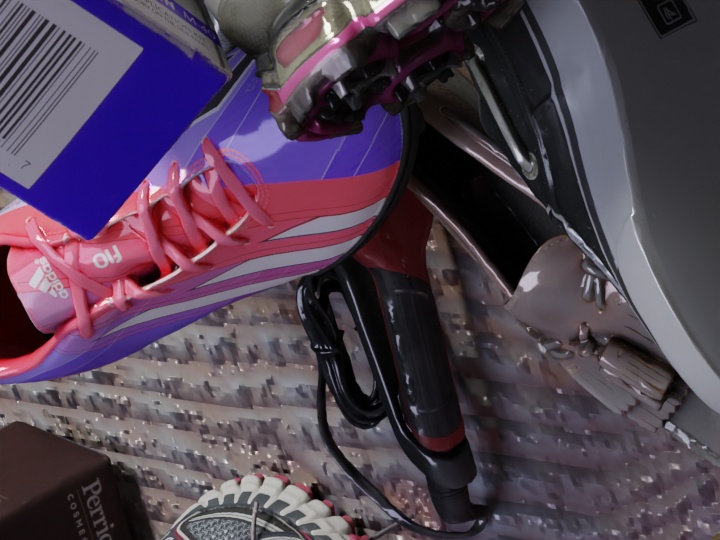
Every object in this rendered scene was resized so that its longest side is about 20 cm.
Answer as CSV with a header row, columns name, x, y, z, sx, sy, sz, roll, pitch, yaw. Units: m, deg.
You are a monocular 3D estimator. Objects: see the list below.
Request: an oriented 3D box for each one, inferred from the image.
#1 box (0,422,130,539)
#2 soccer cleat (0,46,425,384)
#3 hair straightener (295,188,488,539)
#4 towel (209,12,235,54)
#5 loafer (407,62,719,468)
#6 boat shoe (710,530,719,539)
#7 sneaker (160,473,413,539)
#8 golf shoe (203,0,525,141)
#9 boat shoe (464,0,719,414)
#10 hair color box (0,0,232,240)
name,x,y,z,sx,sy,sz,roll,pitch,yaw
box,-0.183,0.153,1.128,0.075,0.200,0.101,13,125,48
soccer cleat,-0.059,-0.012,0.820,0.200,0.073,0.068,-28,90,47
hair straightener,0.000,0.000,0.922,0.077,0.041,0.201,12,128,52
towel,-0.094,-0.122,0.899,0.192,0.034,0.201,38,121,35
loafer,0.050,-0.011,0.807,0.200,0.063,0.072,51,146,18
boat shoe,0.154,0.087,0.734,0.073,0.065,0.200,56,168,-12
sneaker,-0.021,0.128,1.008,0.200,0.074,0.081,10,122,53
golf shoe,0.033,-0.120,0.675,0.200,0.072,0.092,-37,76,24
boat shoe,0.068,-0.049,0.753,0.064,0.070,0.201,-34,77,58
hair color box,-0.109,-0.104,0.760,0.109,0.065,0.200,33,-163,-30
